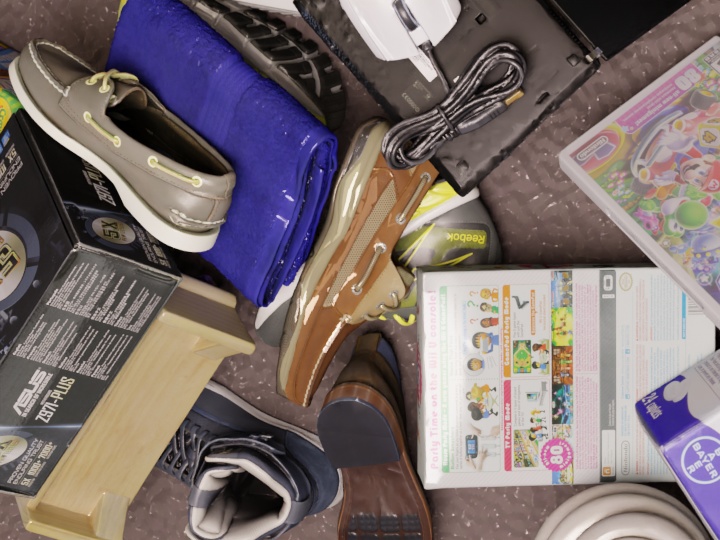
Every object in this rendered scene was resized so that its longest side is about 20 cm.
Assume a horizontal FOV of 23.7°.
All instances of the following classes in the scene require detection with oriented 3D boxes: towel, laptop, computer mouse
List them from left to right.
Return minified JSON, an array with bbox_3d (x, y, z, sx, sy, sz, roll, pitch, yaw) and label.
[{"bbox_3d":[-0.101,-0.090,1.183,0.200,0.049,0.149,42,127,25],"label":"towel"},{"bbox_3d":[0.022,-0.175,1.098,0.109,0.044,0.202,-29,86,15],"label":"computer mouse"},{"bbox_3d":[0.091,-0.183,1.156,0.200,0.103,0.178,-43,82,13],"label":"laptop"}]

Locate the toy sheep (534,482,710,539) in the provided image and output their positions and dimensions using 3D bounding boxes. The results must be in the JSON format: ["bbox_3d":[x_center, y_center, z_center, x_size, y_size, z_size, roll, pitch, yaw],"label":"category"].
[{"bbox_3d":[0.168,0.203,1.106,0.136,0.200,0.140,0,95,-1],"label":"toy sheep"}]

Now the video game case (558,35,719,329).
[{"bbox_3d":[0.243,-0.050,1.105,0.143,0.018,0.200,-36,60,-9],"label":"video game case"}]

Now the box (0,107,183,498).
[{"bbox_3d":[-0.228,0.022,1.166,0.201,0.086,0.164,-53,41,20],"label":"box"}]

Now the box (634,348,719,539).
[{"bbox_3d":[0.311,0.120,1.095,0.199,0.105,0.185,-34,98,5],"label":"box"}]

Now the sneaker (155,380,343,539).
[{"bbox_3d":[-0.121,0.136,1.246,0.200,0.146,0.078,17,103,16],"label":"sneaker"}]

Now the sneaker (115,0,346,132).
[{"bbox_3d":[-0.098,-0.146,1.247,0.199,0.078,0.091,35,113,17],"label":"sneaker"}]

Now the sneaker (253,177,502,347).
[{"bbox_3d":[0.012,0.010,1.225,0.199,0.074,0.085,-33,87,18],"label":"sneaker"}]

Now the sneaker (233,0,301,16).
[{"bbox_3d":[0.009,-0.207,1.199,0.198,0.078,0.080,14,94,11],"label":"sneaker"}]

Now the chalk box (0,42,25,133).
[{"bbox_3d":[-0.280,-0.093,1.277,0.199,0.124,0.126,30,105,12],"label":"chalk box"}]

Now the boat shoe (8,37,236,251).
[{"bbox_3d":[-0.158,-0.098,1.152,0.202,0.072,0.061,43,122,21],"label":"boat shoe"}]

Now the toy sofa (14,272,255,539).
[{"bbox_3d":[-0.166,0.090,1.200,0.201,0.082,0.098,-56,37,17],"label":"toy sofa"}]

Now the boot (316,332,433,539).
[{"bbox_3d":[0.020,0.144,1.249,0.074,0.097,0.202,-2,124,13],"label":"boot"}]

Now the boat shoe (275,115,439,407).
[{"bbox_3d":[0.000,0.000,1.159,0.073,0.076,0.202,21,99,1],"label":"boat shoe"}]

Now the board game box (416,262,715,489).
[{"bbox_3d":[0.138,0.069,1.169,0.197,0.064,0.150,-1,96,-3],"label":"board game box"}]
